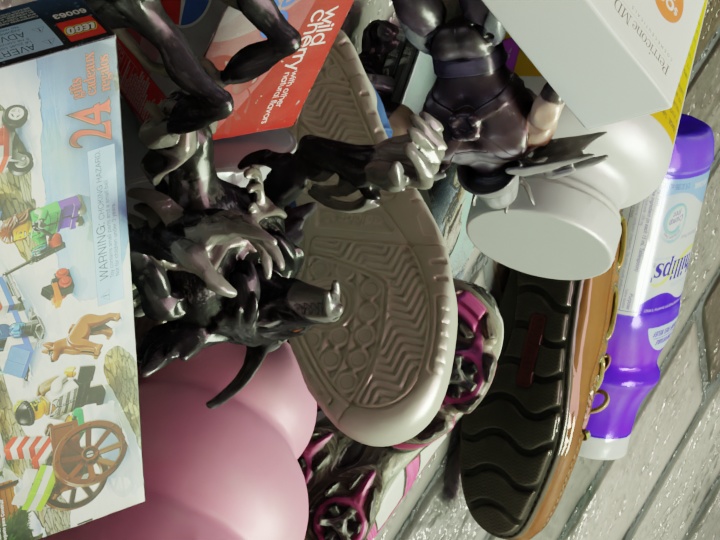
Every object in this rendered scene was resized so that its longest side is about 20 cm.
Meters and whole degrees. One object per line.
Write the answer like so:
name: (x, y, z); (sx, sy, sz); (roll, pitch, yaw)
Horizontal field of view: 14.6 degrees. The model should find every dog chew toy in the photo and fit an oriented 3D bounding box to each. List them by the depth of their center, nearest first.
dog chew toy: (-0.077, 0.104, 1.154); (0.125, 0.124, 0.200); (72, 35, -52)

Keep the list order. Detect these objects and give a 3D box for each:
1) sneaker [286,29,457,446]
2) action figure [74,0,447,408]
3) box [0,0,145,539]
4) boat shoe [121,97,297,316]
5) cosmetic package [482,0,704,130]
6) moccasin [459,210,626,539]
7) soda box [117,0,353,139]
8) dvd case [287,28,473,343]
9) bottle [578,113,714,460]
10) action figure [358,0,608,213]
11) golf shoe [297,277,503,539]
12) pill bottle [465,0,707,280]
sneaker: (0.001, 0.000, 1.204); (0.111, 0.077, 0.200); (66, 4, -60)
action figure: (-0.039, -0.034, 1.003); (0.119, 0.102, 0.200); (-43, 133, -37)
box: (-0.146, 0.014, 0.966); (0.136, 0.038, 0.200); (-19, 129, -24)
boat shoe: (-0.100, -0.014, 1.078); (0.199, 0.073, 0.068); (-30, 139, -53)
cosmetic package: (0.080, -0.182, 1.191); (0.200, 0.052, 0.151); (47, 49, -32)
moccasin: (0.104, 0.050, 1.551); (0.078, 0.073, 0.202); (9, 89, -57)
soda box: (-0.031, -0.139, 1.044); (0.070, 0.063, 0.200); (-13, 145, -39)
dvd case: (0.016, -0.005, 1.382); (0.146, 0.022, 0.200); (29, 81, -65)
bottle: (0.150, 0.008, 1.615); (0.083, 0.065, 0.201); (-19, 123, -61)
action figure: (0.045, -0.110, 1.254); (0.069, 0.130, 0.200); (-76, 154, -56)
golf shoe: (-0.007, 0.086, 1.286); (0.200, 0.073, 0.092); (-44, 177, 7)
pill bottle: (0.109, -0.101, 1.373); (0.104, 0.104, 0.200); (59, 42, -59)
